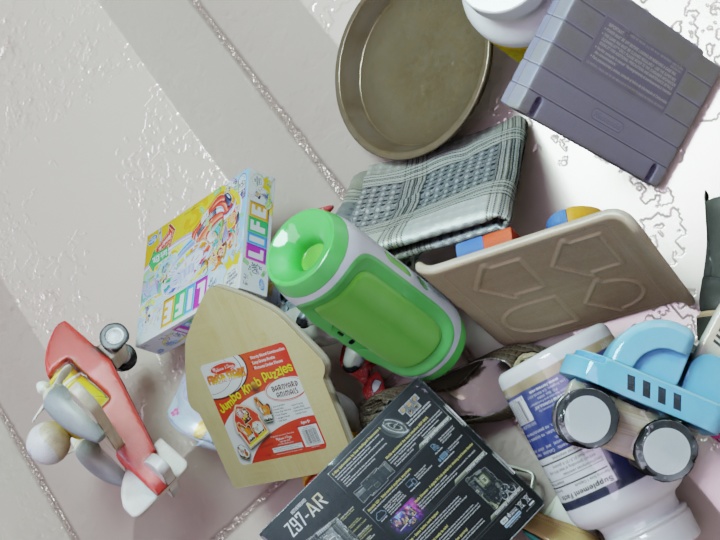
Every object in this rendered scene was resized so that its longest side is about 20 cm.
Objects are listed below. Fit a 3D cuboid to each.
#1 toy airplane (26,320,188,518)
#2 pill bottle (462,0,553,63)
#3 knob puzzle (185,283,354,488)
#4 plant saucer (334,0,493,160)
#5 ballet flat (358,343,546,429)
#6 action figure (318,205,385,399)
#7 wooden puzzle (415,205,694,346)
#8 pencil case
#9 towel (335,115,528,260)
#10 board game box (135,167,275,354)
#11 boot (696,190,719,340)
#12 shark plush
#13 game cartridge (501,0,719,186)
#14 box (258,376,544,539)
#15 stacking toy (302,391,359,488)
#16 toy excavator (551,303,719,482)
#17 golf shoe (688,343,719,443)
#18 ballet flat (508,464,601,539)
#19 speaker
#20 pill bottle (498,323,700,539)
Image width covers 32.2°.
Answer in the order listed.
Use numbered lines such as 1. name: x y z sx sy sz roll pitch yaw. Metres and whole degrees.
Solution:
1. toy airplane: -0.269 0.168 1.278 0.141 0.199 0.200 -24 114 -13
2. pill bottle: 0.159 -0.245 1.124 0.112 0.200 0.113 -3 84 26
3. knob puzzle: -0.095 0.104 1.201 0.219 0.030 0.220 16 118 33
4. plant saucer: 0.055 -0.207 1.245 0.200 0.029 0.200 -8 79 41
5. ballet flat: 0.093 0.118 1.184 0.200 0.046 0.068 -15 82 9
6. action figure: 0.013 0.028 1.245 0.099 0.065 0.200 -18 75 22
7. wooden puzzle: 0.174 0.002 1.107 0.200 0.185 0.046 -14 60 26
8. pencil case: -0.125 0.086 1.296 0.091 0.083 0.200 37 103 49
9. towel: 0.058 -0.073 1.180 0.200 0.193 0.035 -18 119 24
10. board game box: -0.162 -0.006 1.290 0.200 0.034 0.135 -28 52 45
11. boot: 0.385 -0.012 1.061 0.200 0.077 0.139 -4 78 25
12. shark plush: 0.000 0.000 1.187 0.200 0.091 0.083 -51 34 11
13. game cartridge: 0.223 -0.165 1.092 0.038 0.200 0.130 30 96 52
14. box: 0.036 0.220 1.098 0.160 0.044 0.200 44 78 10
15. stacking toy: -0.015 0.209 1.220 0.146 0.146 0.200 -30 56 21
16. toy excavator: 0.267 0.072 0.993 0.194 0.100 0.200 22 87 9
17. golf shoe: 0.321 0.118 1.065 0.200 0.092 0.073 27 90 25
18. ballet flat: 0.159 0.222 1.152 0.200 0.069 0.063 25 82 25
19. speaker: 0.009 0.025 1.092 0.088 0.200 0.089 -23 50 30
20. pill bottle: 0.214 0.157 1.098 0.111 0.111 0.200 -31 81 21
